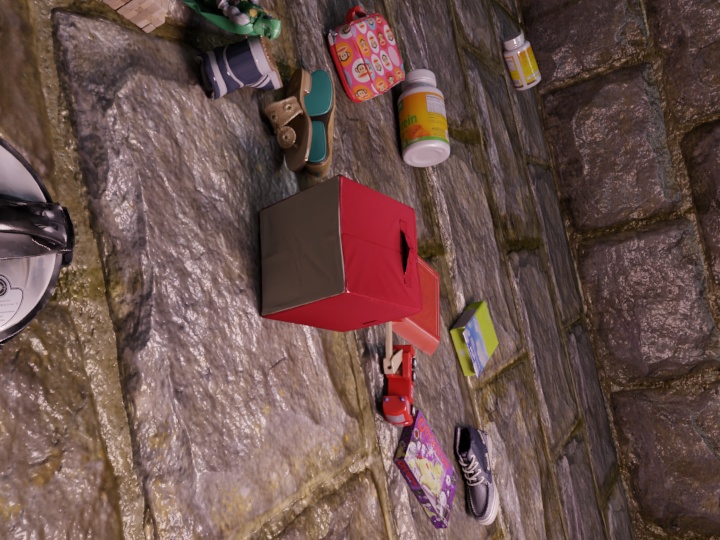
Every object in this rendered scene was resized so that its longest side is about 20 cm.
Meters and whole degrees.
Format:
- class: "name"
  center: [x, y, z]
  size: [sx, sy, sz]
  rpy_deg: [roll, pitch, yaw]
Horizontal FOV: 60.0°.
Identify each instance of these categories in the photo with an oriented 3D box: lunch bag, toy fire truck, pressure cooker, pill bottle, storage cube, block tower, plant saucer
- class: "lunch bag"
  center: [0.013, -0.455, 1.294]
  size: [0.200, 0.081, 0.179]
  rpy_deg: [-46, 117, -55]
- class: "toy fire truck"
  center: [0.063, 0.164, 1.126]
  size: [0.141, 0.048, 0.203]
  rpy_deg: [58, 32, -57]
- class: "pressure cooker"
  center: [-0.319, -0.016, 0.439]
  size: [0.180, 0.197, 0.177]
  rpy_deg: [56, 35, -32]
- class: "pill bottle"
  center: [0.634, -0.827, 2.467]
  size: [0.202, 0.108, 0.110]
  rpy_deg: [61, 33, -25]
- class: "storage cube"
  center: [-0.032, -0.014, 0.935]
  size: [0.178, 0.198, 0.174]
  rpy_deg: [16, 65, -49]
- class: "block tower"
  center: [-0.313, -0.368, 0.735]
  size: [0.199, 0.053, 0.059]
  rpy_deg: [23, 58, -55]
- class: "pill bottle"
  center: [0.143, -0.354, 1.444]
  size: [0.110, 0.110, 0.204]
  rpy_deg: [20, 61, -55]
- class: "plant saucer"
  center: [0.118, 0.053, 1.313]
  size: [0.199, 0.036, 0.203]
  rpy_deg: [37, 47, -48]

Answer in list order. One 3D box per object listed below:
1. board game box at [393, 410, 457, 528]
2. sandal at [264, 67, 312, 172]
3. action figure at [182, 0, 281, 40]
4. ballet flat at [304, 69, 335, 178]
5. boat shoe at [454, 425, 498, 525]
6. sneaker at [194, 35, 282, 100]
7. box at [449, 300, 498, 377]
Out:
- class: "board game box"
  center: [0.131, 0.386, 1.210]
  size: [0.202, 0.032, 0.121]
  rpy_deg: [60, 30, -25]
- class: "sandal"
  center: [-0.125, -0.255, 1.012]
  size: [0.069, 0.077, 0.215]
  rpy_deg: [21, 52, -31]
- class: "action figure"
  center: [-0.180, -0.362, 0.841]
  size: [0.199, 0.055, 0.118]
  rpy_deg: [36, 39, 19]
- class: "ballet flat"
  center: [-0.077, -0.255, 1.098]
  size: [0.063, 0.067, 0.204]
  rpy_deg: [76, 15, -67]
- class: "boat shoe"
  center: [0.242, 0.434, 1.345]
  size: [0.092, 0.074, 0.203]
  rpy_deg: [37, 40, -38]
- class: "sneaker"
  center: [-0.180, -0.297, 0.932]
  size: [0.200, 0.107, 0.071]
  rpy_deg: [-105, 173, -82]
- class: "box"
  center: [0.277, 0.167, 1.523]
  size: [0.200, 0.047, 0.124]
  rpy_deg: [-36, 109, -58]
